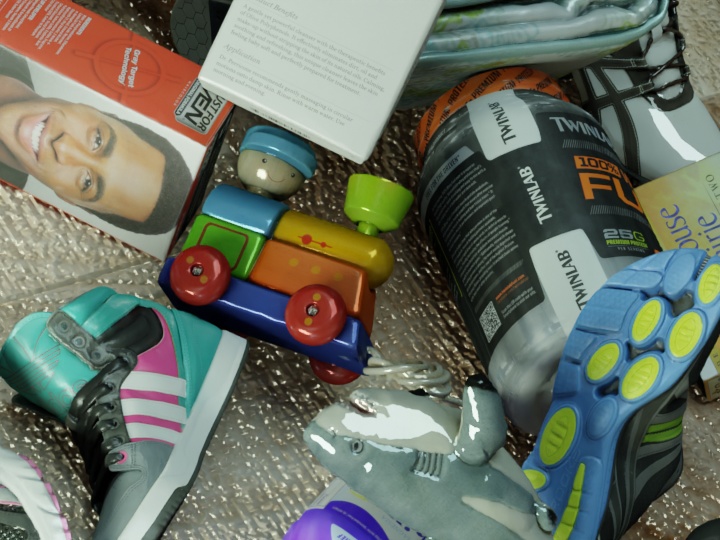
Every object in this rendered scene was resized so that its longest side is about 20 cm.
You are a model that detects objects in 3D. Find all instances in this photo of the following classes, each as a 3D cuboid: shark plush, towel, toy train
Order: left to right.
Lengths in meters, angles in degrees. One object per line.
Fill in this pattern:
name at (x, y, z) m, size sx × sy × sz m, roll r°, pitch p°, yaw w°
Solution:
toy train at (0.000, 0.000, 1.609) m, size 0.199 × 0.085 × 0.116 m, roll 18°, pitch 75°, yaw 17°
shark plush at (0.051, 0.141, 1.518) m, size 0.083 × 0.091 × 0.200 m, roll -37°, pitch 109°, yaw -23°
towel at (0.061, -0.135, 1.755) m, size 0.199 × 0.171 × 0.048 m, roll -8°, pitch 85°, yaw -28°

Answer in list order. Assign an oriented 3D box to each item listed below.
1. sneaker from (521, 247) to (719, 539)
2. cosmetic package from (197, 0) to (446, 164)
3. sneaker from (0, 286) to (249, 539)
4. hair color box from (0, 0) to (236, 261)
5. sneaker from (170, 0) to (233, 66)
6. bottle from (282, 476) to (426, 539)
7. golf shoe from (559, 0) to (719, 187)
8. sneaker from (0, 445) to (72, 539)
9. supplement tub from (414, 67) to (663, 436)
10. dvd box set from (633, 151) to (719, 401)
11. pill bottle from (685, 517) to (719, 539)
sneaker at (0.144, 0.076, 1.592) m, size 0.071 × 0.200 × 0.083 m, roll 31°, pitch 14°, yaw 28°
cosmetic package at (0.000, -0.170, 1.600) m, size 0.107 × 0.085 × 0.201 m, roll 27°, pitch 90°, yaw -1°
sneaker at (-0.140, 0.078, 1.536) m, size 0.120 × 0.084 × 0.200 m, roll 27°, pitch 37°, yaw -4°
hair color box at (-0.177, -0.098, 1.670) m, size 0.199 × 0.102 × 0.061 m, roll 26°, pitch 44°, yaw 2°
sneaker at (-0.007, -0.190, 1.764) m, size 0.146 × 0.202 × 0.077 m, roll -23°, pitch 90°, yaw -40°
bottle at (0.000, 0.155, 1.537) m, size 0.083 × 0.065 × 0.200 m, roll 40°, pitch 47°, yaw 7°
golf shoe at (0.175, -0.128, 1.845) m, size 0.078 × 0.095 × 0.200 m, roll -26°, pitch 65°, yaw -38°
sneaker at (-0.212, 0.122, 1.490) m, size 0.086 × 0.081 × 0.200 m, roll -21°, pitch 52°, yaw -22°
supplement tub at (0.107, -0.013, 1.693) m, size 0.122 × 0.123 × 0.200 m, roll -4°, pitch 52°, yaw -25°
dvd box set at (0.269, -0.022, 1.765) m, size 0.199 × 0.029 × 0.147 m, roll -23°, pitch 57°, yaw -1°
pill bottle at (0.177, 0.225, 1.515) m, size 0.112 × 0.112 × 0.200 m, roll 27°, pitch 46°, yaw 3°
